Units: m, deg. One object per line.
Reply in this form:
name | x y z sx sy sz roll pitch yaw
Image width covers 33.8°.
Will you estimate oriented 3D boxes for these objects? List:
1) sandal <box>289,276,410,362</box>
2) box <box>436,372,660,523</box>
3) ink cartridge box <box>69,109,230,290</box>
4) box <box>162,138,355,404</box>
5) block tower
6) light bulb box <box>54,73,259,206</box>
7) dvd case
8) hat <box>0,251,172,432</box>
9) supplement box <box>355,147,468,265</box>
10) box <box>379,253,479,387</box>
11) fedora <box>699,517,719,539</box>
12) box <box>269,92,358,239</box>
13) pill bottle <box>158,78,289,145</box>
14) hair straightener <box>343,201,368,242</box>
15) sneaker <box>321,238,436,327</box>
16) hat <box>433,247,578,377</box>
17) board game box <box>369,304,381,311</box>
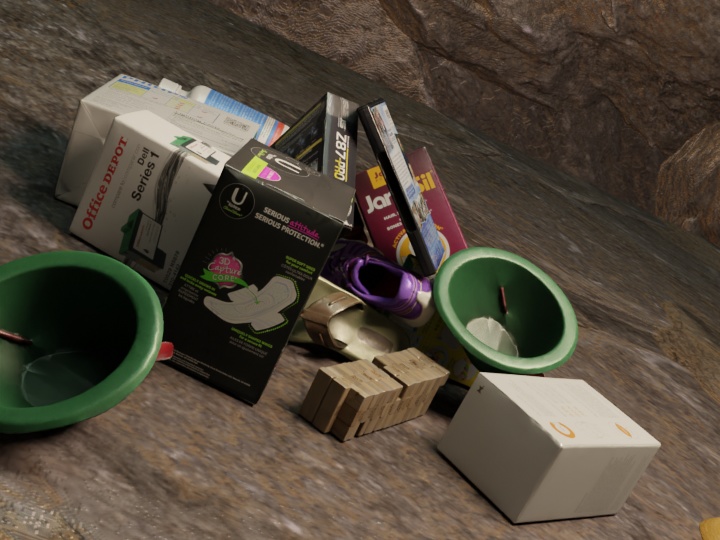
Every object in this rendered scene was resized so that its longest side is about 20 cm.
sandal | -0.025 0.053 1.292 0.200 0.080 0.057 22 -9 -21
box | 0.199 0.184 1.240 0.200 0.098 0.124 10 24 -47
ink cartridge box | -0.194 -0.063 1.281 0.199 0.147 0.084 29 18 7
box | -0.104 -0.004 1.147 0.124 0.201 0.149 26 17 -4
block tower | 0.018 0.124 1.212 0.054 0.058 0.200 35 20 24
light bulb box | -0.239 -0.136 1.437 0.197 0.125 0.200 20 17 -4
dvd case | 0.048 -0.098 1.354 0.143 0.017 0.201 -53 122 -76
hat | -0.226 0.099 0.946 0.199 0.176 0.166 -19 53 -18
supplement box | 0.072 -0.039 1.505 0.086 0.110 0.201 63 6 -69
box | 0.124 0.072 1.421 0.199 0.118 0.048 24 12 -13
fedora | 0.396 0.328 1.145 0.200 0.082 0.201 29 19 -11
box | -0.075 -0.084 1.343 0.049 0.200 0.162 16 59 -28
pill bottle | -0.211 -0.200 1.723 0.199 0.113 0.112 26 16 -9
hair straightener | -0.006 -0.061 1.620 0.200 0.041 0.077 46 29 -73
sneaker | 0.000 0.000 1.357 0.199 0.081 0.083 16 -10 40
hat | 0.148 0.100 1.372 0.165 0.176 0.200 -29 67 -36
board game box | 0.038 0.018 1.618 0.105 0.024 0.200 34 18 29
